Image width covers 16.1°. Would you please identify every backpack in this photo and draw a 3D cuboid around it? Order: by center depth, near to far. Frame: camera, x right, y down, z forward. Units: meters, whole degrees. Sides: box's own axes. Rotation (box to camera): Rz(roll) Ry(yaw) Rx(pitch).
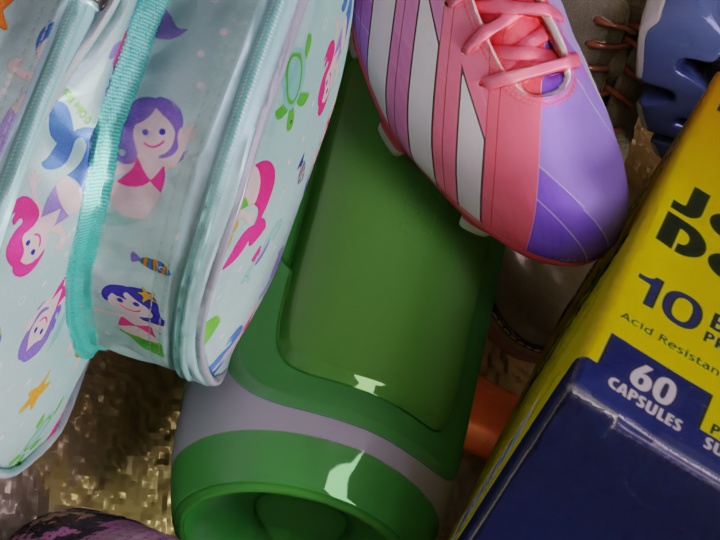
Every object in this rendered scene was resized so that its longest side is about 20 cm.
[{"bbox_3d":[-0.086,-0.045,0.685,0.150,0.178,0.200,25,69,5],"label":"backpack"}]

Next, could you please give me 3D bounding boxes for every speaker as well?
[{"bbox_3d":[0.000,0.000,0.789,0.088,0.088,0.200,35,51,-29],"label":"speaker"}]

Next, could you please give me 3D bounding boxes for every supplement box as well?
[{"bbox_3d":[0.106,0.047,0.749,0.109,0.110,0.200,31,34,1],"label":"supplement box"}]

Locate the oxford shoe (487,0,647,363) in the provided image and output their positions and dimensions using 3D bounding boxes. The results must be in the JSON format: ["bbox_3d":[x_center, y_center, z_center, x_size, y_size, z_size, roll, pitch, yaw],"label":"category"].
[{"bbox_3d":[0.069,-0.070,0.879,0.071,0.074,0.200,6,79,-37],"label":"oxford shoe"}]

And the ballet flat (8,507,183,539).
[{"bbox_3d":[-0.112,0.134,0.685,0.200,0.071,0.069,-44,110,-34],"label":"ballet flat"}]

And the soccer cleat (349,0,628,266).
[{"bbox_3d":[0.028,-0.096,0.756,0.067,0.076,0.200,-16,72,-34],"label":"soccer cleat"}]

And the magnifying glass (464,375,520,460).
[{"bbox_3d":[0.105,0.084,0.919,0.200,0.022,0.080,29,66,-33],"label":"magnifying glass"}]

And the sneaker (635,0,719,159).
[{"bbox_3d":[0.169,-0.025,0.886,0.081,0.115,0.199,-60,147,-27],"label":"sneaker"}]
